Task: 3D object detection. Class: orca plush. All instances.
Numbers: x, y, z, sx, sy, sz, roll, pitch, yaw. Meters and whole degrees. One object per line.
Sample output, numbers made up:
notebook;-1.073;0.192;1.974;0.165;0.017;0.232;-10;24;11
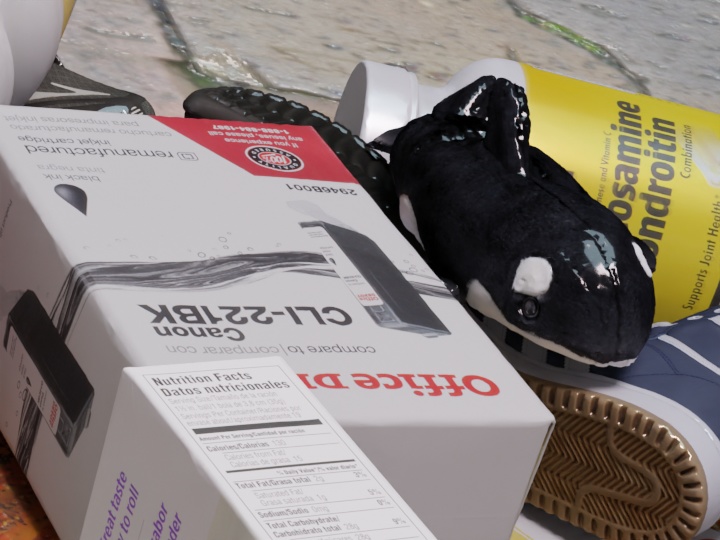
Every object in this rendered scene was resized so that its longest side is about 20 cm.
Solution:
orca plush;0.061;-0.040;0.949;0.105;0.071;0.200;5;25;-8

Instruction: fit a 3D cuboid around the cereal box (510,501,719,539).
cereal box;0.129;0.113;0.951;0.144;0.040;0.200;25;27;20

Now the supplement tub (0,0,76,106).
supplement tub;-0.176;-0.139;0.992;0.145;0.146;0.200;17;45;-4

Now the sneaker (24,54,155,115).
sneaker;-0.173;-0.100;1.108;0.200;0.084;0.077;26;21;20

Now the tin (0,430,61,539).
tin;-0.097;0.088;0.859;0.112;0.042;0.200;28;27;28

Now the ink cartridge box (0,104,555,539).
ink cartridge box;-0.047;0.029;0.870;0.144;0.084;0.200;2;32;-31

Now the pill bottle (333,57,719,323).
pill bottle;0.087;-0.030;1.120;0.199;0.112;0.112;13;27;-11

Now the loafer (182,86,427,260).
loafer;0.000;0.000;1.023;0.200;0.071;0.073;38;17;8

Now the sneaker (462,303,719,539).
sneaker;0.077;0.036;0.958;0.200;0.070;0.108;27;32;35

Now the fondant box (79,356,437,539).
fondant box;-0.015;0.138;0.694;0.058;0.145;0.200;-3;33;-33
